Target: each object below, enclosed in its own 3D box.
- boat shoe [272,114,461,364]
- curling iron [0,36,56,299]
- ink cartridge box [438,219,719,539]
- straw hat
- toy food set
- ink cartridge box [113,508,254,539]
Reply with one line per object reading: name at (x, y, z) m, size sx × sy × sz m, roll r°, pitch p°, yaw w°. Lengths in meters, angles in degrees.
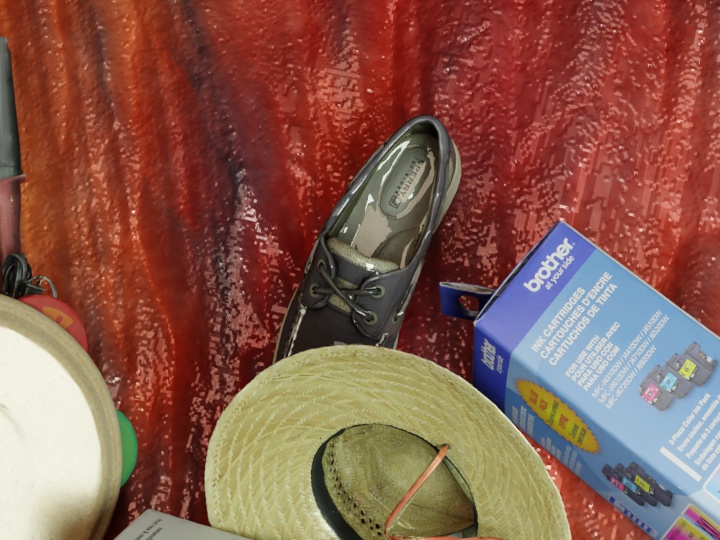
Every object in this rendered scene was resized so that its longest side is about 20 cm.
boat shoe at (0.000, 0.000, 0.803) m, size 0.071 × 0.065 × 0.201 m, roll 25°, pitch 80°, yaw 12°
curling iron at (-0.213, -0.052, 0.866) m, size 0.049 × 0.025 × 0.202 m, roll -27°, pitch 63°, yaw 39°
ink cartridge box at (0.130, 0.061, 0.729) m, size 0.200 × 0.137 × 0.076 m, roll 40°, pitch 78°, yaw 16°
straw hat at (0.022, 0.114, 0.751) m, size 0.199 × 0.085 × 0.203 m, roll 7°, pitch 113°, yaw 15°
toy food set at (-0.220, 0.104, 0.759) m, size 0.198 × 0.049 × 0.200 m, roll 16°, pitch 88°, yaw -21°
ink cartridge box at (-0.043, 0.224, 0.711) m, size 0.198 × 0.083 × 0.148 m, roll 15°, pitch 105°, yaw 12°
